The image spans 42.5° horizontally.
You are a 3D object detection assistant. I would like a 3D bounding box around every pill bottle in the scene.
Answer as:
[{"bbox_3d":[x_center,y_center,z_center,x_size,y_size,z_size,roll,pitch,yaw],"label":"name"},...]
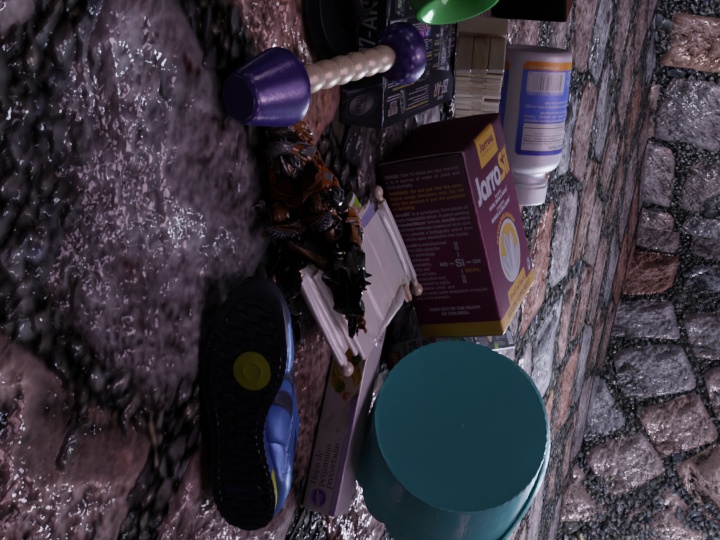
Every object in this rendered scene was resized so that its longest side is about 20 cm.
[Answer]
[{"bbox_3d":[0.221,-0.197,1.256,0.112,0.110,0.205,-33,131,-60],"label":"pill bottle"}]

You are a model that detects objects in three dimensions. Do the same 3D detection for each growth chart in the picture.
[{"bbox_3d":[0.000,0.000,0.870,0.200,0.017,0.147,-46,120,-53],"label":"growth chart"}]

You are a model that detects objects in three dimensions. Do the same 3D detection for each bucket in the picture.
[{"bbox_3d":[0.095,0.181,0.954,0.136,0.203,0.210,98,14,-59],"label":"bucket"}]

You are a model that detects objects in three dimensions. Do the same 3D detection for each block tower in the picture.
[{"bbox_3d":[0.134,-0.216,1.046,0.200,0.053,0.059,63,33,-76],"label":"block tower"}]

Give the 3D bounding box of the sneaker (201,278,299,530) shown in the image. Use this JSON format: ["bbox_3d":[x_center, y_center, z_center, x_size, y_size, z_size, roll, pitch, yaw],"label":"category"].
[{"bbox_3d":[-0.079,0.096,0.719,0.079,0.064,0.205,-55,150,-67],"label":"sneaker"}]

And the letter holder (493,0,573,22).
[{"bbox_3d":[0.232,-0.447,1.186,0.143,0.098,0.203,-61,152,-42],"label":"letter holder"}]

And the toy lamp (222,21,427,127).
[{"bbox_3d":[-0.024,-0.149,0.707,0.198,0.057,0.060,-25,125,-47],"label":"toy lamp"}]

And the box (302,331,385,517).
[{"bbox_3d":[-0.014,0.138,0.921,0.041,0.038,0.205,16,85,-66],"label":"box"}]

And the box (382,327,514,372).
[{"bbox_3d":[0.112,0.093,1.116,0.199,0.108,0.036,7,67,-69],"label":"box"}]

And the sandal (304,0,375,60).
[{"bbox_3d":[-0.008,-0.264,0.744,0.076,0.042,0.205,-29,126,-62],"label":"sandal"}]

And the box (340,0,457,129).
[{"bbox_3d":[0.044,-0.234,0.888,0.200,0.043,0.164,-37,133,-60],"label":"box"}]

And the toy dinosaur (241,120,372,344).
[{"bbox_3d":[-0.027,-0.022,0.743,0.200,0.101,0.137,44,35,-30],"label":"toy dinosaur"}]

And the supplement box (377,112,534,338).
[{"bbox_3d":[0.108,-0.048,0.993,0.131,0.101,0.204,-46,125,-53],"label":"supplement box"}]

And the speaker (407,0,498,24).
[{"bbox_3d":[0.060,-0.313,0.759,0.088,0.087,0.205,2,76,-68],"label":"speaker"}]
